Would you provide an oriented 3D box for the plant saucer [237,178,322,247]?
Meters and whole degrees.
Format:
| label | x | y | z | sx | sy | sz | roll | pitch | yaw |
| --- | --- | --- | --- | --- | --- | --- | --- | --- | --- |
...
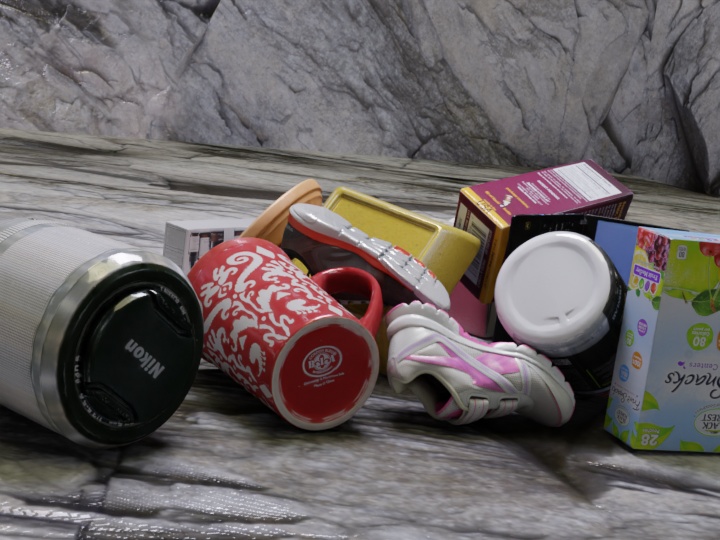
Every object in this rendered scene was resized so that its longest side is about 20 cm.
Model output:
| label | x | y | z | sx | sy | sz | roll | pitch | yaw |
| --- | --- | --- | --- | --- | --- | --- | --- | --- | --- |
| plant saucer | -0.111 | -0.023 | 1.468 | 0.037 | 0.200 | 0.200 | 42 | 17 | 6 |

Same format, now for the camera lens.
| label | x | y | z | sx | sy | sz | roll | pitch | yaw |
| --- | --- | --- | --- | --- | --- | --- | --- | --- | --- |
| camera lens | -0.240 | 0.047 | 1.016 | 0.199 | 0.161 | 0.159 | 16 | 14 | 39 |

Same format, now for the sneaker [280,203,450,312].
| label | x | y | z | sx | sy | sz | roll | pitch | yaw |
| --- | --- | --- | --- | --- | --- | --- | --- | --- | --- |
| sneaker | 0.001 | 0.008 | 1.287 | 0.199 | 0.082 | 0.077 | 32 | 17 | 17 |

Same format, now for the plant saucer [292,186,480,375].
| label | x | y | z | sx | sy | sz | roll | pitch | yaw |
| --- | --- | --- | --- | --- | --- | --- | --- | --- | --- |
| plant saucer | 0.002 | -0.006 | 1.359 | 0.199 | 0.049 | 0.200 | 21 | 60 | 26 |

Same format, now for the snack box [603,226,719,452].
| label | x | y | z | sx | sy | sz | roll | pitch | yaw |
| --- | --- | --- | --- | --- | --- | --- | --- | --- | --- |
| snack box | 0.332 | 0.068 | 1.169 | 0.167 | 0.202 | 0.068 | 4 | 11 | -18 |

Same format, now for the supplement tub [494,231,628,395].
| label | x | y | z | sx | sy | sz | roll | pitch | yaw |
| --- | --- | --- | --- | --- | --- | --- | --- | --- | --- |
| supplement tub | 0.219 | 0.052 | 1.246 | 0.122 | 0.123 | 0.200 | 13 | -17 | 29 |

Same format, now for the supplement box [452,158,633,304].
| label | x | y | z | sx | sy | sz | roll | pitch | yaw |
| --- | --- | --- | --- | --- | --- | --- | --- | --- | --- |
| supplement box | 0.208 | -0.048 | 1.446 | 0.199 | 0.111 | 0.086 | -15 | 43 | -30 |

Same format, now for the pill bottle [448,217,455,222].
| label | x | y | z | sx | sy | sz | roll | pitch | yaw |
| --- | --- | --- | --- | --- | --- | --- | --- | --- | --- |
| pill bottle | 0.195 | -0.021 | 1.782 | 0.111 | 0.113 | 0.200 | 1 | 13 | -30 |

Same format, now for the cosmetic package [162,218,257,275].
| label | x | y | z | sx | sy | sz | roll | pitch | yaw |
| --- | --- | --- | --- | --- | --- | --- | --- | --- | --- |
| cosmetic package | -0.170 | -0.024 | 1.640 | 0.050 | 0.083 | 0.199 | 19 | 17 | 40 |

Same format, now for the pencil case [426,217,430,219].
| label | x | y | z | sx | sy | sz | roll | pitch | yaw |
| --- | --- | --- | --- | --- | --- | --- | --- | --- | --- |
| pencil case | 0.000 | 0.000 | 1.436 | 0.198 | 0.089 | 0.088 | -16 | 12 | 0 |

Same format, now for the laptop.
| label | x | y | z | sx | sy | sz | roll | pitch | yaw |
| --- | --- | --- | --- | --- | --- | --- | --- | --- | --- |
| laptop | 0.252 | 0.033 | 1.365 | 0.199 | 0.179 | 0.103 | -3 | 15 | -44 |

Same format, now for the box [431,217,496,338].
| label | x | y | z | sx | sy | sz | roll | pitch | yaw |
| --- | --- | --- | --- | --- | --- | --- | --- | --- | --- |
| box | 0.127 | 0.006 | 1.604 | 0.199 | 0.110 | 0.127 | 16 | 16 | 41 |

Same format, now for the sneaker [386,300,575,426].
| label | x | y | z | sx | sy | sz | roll | pitch | yaw |
| --- | --- | --- | --- | --- | --- | --- | --- | --- | --- |
| sneaker | 0.106 | 0.110 | 1.163 | 0.199 | 0.089 | 0.081 | 23 | -31 | -5 |

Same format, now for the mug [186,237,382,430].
| label | x | y | z | sx | sy | sz | roll | pitch | yaw |
| --- | --- | --- | --- | --- | --- | --- | --- | --- | --- |
| mug | -0.061 | 0.045 | 1.157 | 0.134 | 0.177 | 0.200 | 51 | -10 | -31 |
